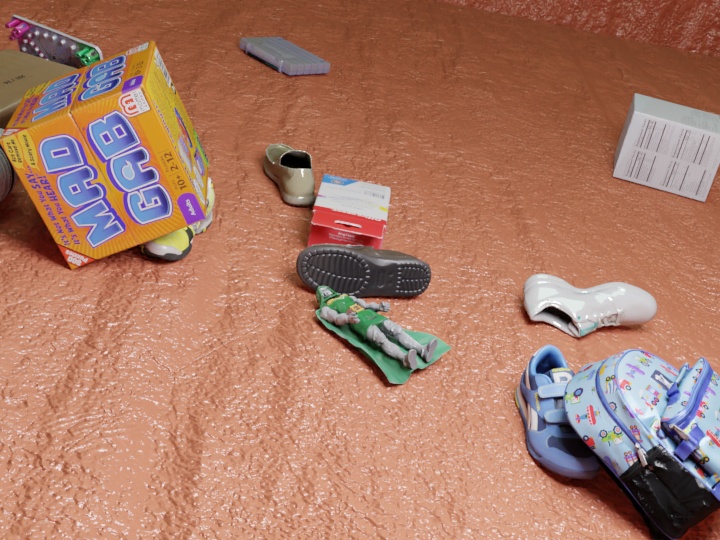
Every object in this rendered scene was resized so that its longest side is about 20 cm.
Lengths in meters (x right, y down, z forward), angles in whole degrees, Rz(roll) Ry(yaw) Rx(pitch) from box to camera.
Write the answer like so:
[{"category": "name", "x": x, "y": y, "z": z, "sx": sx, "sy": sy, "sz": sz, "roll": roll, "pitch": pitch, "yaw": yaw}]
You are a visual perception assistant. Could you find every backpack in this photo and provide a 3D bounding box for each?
[{"category": "backpack", "x": 0.333, "y": 0.168, "z": 1.123, "sx": 0.200, "sy": 0.135, "sz": 0.182, "roll": 47, "pitch": 37, "yaw": 11}]

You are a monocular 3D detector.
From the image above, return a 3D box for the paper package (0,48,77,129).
[{"category": "paper package", "x": -0.565, "y": -0.259, "z": 1.605, "sx": 0.190, "sy": 0.104, "sz": 0.200, "roll": 20, "pitch": 41, "yaw": 26}]

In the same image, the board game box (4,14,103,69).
[{"category": "board game box", "x": -0.498, "y": -0.308, "z": 1.690, "sx": 0.199, "sy": 0.201, "sz": 0.026, "roll": 24, "pitch": 49, "yaw": 23}]

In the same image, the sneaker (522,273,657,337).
[{"category": "sneaker", "x": 0.336, "y": 0.065, "z": 1.478, "sx": 0.198, "sy": 0.076, "sz": 0.089, "roll": 7, "pitch": 39, "yaw": 1}]

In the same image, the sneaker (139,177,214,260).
[{"category": "sneaker", "x": -0.267, "y": -0.079, "z": 1.469, "sx": 0.075, "sy": 0.077, "sz": 0.200, "roll": 15, "pitch": 28, "yaw": 1}]

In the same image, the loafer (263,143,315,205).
[{"category": "loafer", "x": -0.116, "y": -0.179, "z": 1.738, "sx": 0.075, "sy": 0.069, "sz": 0.200, "roll": 1, "pitch": 29, "yaw": -23}]

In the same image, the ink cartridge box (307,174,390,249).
[{"category": "ink cartridge box", "x": -0.018, "y": -0.076, "z": 1.582, "sx": 0.115, "sy": 0.068, "sz": 0.200, "roll": 12, "pitch": 26, "yaw": 0}]

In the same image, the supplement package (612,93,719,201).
[{"category": "supplement package", "x": 0.657, "y": -0.264, "z": 2.151, "sx": 0.198, "sy": 0.152, "sz": 0.152, "roll": 17, "pitch": 27, "yaw": 8}]

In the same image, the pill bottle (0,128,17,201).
[{"category": "pill bottle", "x": -0.550, "y": -0.133, "z": 1.410, "sx": 0.110, "sy": 0.112, "sz": 0.200, "roll": 14, "pitch": 25, "yaw": 4}]

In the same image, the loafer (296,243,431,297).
[{"category": "loafer", "x": 0.000, "y": 0.000, "z": 1.454, "sx": 0.198, "sy": 0.074, "sz": 0.071, "roll": 9, "pitch": 16, "yaw": -18}]

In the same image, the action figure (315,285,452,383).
[{"category": "action figure", "x": 0.009, "y": 0.071, "z": 1.329, "sx": 0.199, "sy": 0.055, "sz": 0.118, "roll": 28, "pitch": 33, "yaw": 37}]

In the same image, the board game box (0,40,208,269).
[{"category": "board game box", "x": -0.338, "y": -0.161, "z": 1.381, "sx": 0.198, "sy": 0.201, "sz": 0.200, "roll": -20, "pitch": 29, "yaw": 3}]

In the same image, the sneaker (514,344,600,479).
[{"category": "sneaker", "x": 0.235, "y": 0.167, "z": 1.203, "sx": 0.073, "sy": 0.083, "sz": 0.200, "roll": 7, "pitch": 29, "yaw": -14}]

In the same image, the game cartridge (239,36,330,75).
[{"category": "game cartridge", "x": -0.182, "y": -0.508, "z": 2.396, "sx": 0.129, "sy": 0.039, "sz": 0.200, "roll": -17, "pitch": 39, "yaw": -39}]
